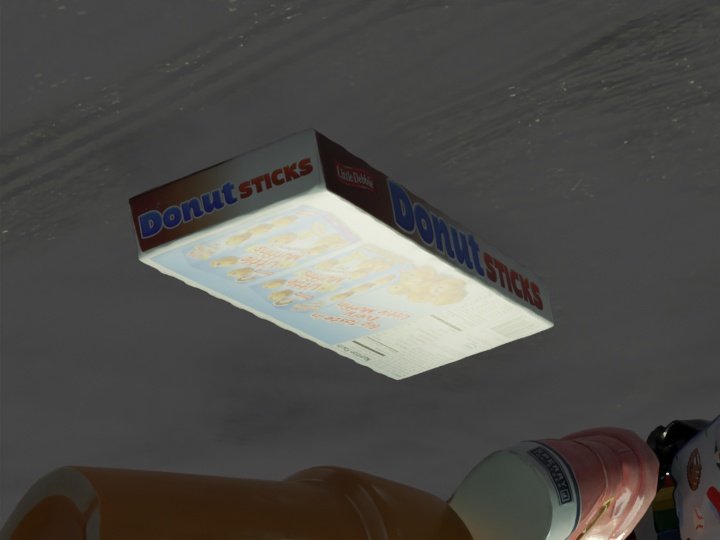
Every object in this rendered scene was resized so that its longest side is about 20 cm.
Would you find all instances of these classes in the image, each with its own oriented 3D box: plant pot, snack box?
[{"bbox_3d":[-0.071,0.173,0.976,0.183,0.201,0.200,20,145,-29],"label":"plant pot"},{"bbox_3d":[0.000,0.000,0.766,0.072,0.024,0.200,-19,158,21],"label":"snack box"}]

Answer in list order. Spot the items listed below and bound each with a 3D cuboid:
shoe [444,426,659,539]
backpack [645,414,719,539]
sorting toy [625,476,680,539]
[{"bbox_3d":[0.063,0.145,1.068,0.091,0.072,0.200,-8,151,-44],"label":"shoe"},{"bbox_3d":[0.248,0.104,1.012,0.199,0.155,0.191,-4,148,-11],"label":"backpack"},{"bbox_3d":[0.140,0.165,1.210,0.198,0.070,0.200,-10,160,-4],"label":"sorting toy"}]
